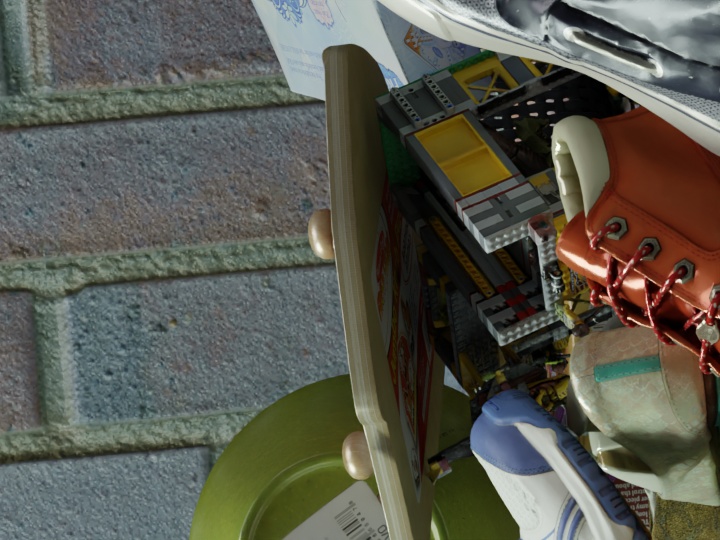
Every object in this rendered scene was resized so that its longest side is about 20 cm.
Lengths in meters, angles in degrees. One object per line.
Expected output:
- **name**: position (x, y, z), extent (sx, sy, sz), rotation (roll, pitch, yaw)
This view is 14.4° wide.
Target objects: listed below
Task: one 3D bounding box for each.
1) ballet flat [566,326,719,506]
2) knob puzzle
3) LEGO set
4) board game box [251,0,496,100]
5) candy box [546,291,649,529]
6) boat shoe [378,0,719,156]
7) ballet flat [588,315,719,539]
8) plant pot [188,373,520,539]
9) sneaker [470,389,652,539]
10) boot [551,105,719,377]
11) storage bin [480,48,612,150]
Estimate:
- **ballet flat**: position (0.112, 0.052, 1.107), extent (0.200, 0.062, 0.068), rotation (59, -158, -71)
- **knob puzzle**: position (0.000, 0.000, 1.159), extent (0.220, 0.030, 0.221), rotation (-7, -90, -81)
- **LEGO set**: position (0.091, -0.006, 1.145), extent (0.116, 0.153, 0.201), rotation (-126, 26, -44)
- **board game box**: position (-0.026, -0.172, 1.335), extent (0.200, 0.043, 0.200), rotation (67, 166, -16)
- **candy box**: position (0.124, 0.091, 1.385), extent (0.117, 0.056, 0.201), rotation (144, 119, -84)
- **boat shoe**: position (0.084, -0.110, 0.955), extent (0.093, 0.199, 0.075), rotation (108, -173, -61)
- **ballet flat**: position (0.128, 0.068, 1.248), extent (0.071, 0.070, 0.201), rotation (91, 173, -51)
- **plant pot**: position (0.000, 0.131, 1.301), extent (0.200, 0.186, 0.188), rotation (57, -153, -82)
- **sneaker**: position (0.085, 0.141, 1.054), extent (0.200, 0.088, 0.075), rotation (58, -174, 14)
- **boot**: position (0.125, 0.011, 0.983), extent (0.200, 0.107, 0.075), rotation (-103, 12, -47)
- **storage bin**: position (0.061, -0.037, 1.524), extent (0.200, 0.135, 0.094), rotation (93, 171, -60)
